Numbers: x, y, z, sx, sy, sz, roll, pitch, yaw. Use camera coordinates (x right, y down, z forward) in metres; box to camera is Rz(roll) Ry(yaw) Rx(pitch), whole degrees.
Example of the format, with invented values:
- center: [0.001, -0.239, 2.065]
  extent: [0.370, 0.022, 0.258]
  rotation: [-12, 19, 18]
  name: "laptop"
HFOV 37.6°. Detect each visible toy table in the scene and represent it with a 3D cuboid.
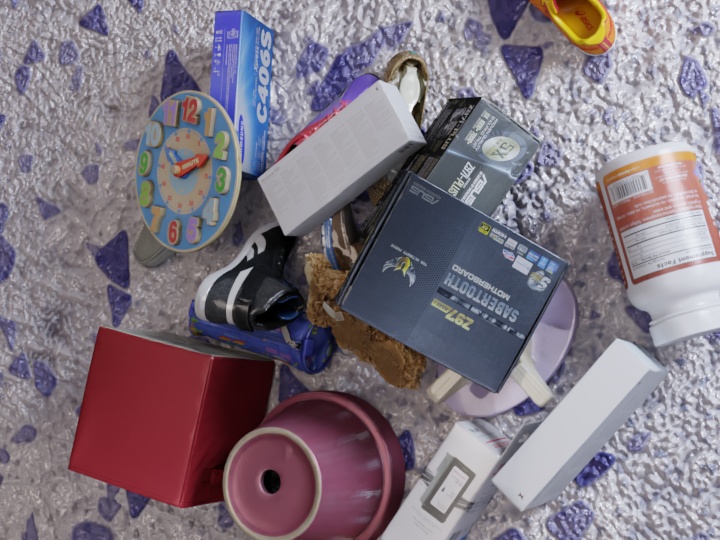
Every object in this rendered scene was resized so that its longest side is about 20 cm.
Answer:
- center: [0.157, 0.084, 1.203]
  extent: [0.183, 0.117, 0.202]
  rotation: [35, 98, 21]
  name: "toy table"

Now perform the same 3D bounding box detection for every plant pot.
- center: [-0.066, 0.245, 1.247]
  extent: [0.197, 0.179, 0.204]
  rotation: [-2, 85, 22]
  name: "plant pot"

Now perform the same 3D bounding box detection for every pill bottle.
- center: [0.331, -0.026, 1.142]
  extent: [0.111, 0.112, 0.203]
  rotation: [-17, 79, 20]
  name: "pill bottle"

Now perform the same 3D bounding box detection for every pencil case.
- center: [-0.126, 0.070, 1.339]
  extent: [0.197, 0.087, 0.079]
  rotation: [16, 95, 24]
  name: "pencil case"

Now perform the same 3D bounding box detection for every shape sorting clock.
- center: [-0.221, -0.124, 1.326]
  extent: [0.198, 0.039, 0.204]
  rotation: [-4, 84, 39]
  name: "shape sorting clock"

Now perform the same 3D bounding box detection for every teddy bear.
- center: [0.006, 0.053, 1.208]
  extent: [0.199, 0.066, 0.147]
  rotation: [23, 134, 45]
  name: "teddy bear"

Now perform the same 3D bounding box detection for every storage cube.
- center: [-0.231, 0.180, 1.327]
  extent: [0.197, 0.171, 0.183]
  rotation: [11, 88, 24]
  name: "storage cube"

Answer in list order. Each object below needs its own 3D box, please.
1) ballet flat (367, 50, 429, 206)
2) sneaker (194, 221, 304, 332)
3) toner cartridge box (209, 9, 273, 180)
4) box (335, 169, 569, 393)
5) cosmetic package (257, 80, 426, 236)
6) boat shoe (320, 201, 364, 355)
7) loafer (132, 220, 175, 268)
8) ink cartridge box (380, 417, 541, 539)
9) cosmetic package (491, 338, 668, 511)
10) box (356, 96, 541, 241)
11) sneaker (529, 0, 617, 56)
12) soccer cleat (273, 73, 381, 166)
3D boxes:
- center: [0.045, -0.172, 1.293]
  extent: [0.069, 0.065, 0.204]
  rotation: [5, 89, -8]
  name: "ballet flat"
- center: [-0.104, 0.015, 1.290]
  extent: [0.110, 0.200, 0.074]
  rotation: [17, 127, 21]
  name: "sneaker"
- center: [-0.156, -0.225, 1.373]
  extent: [0.043, 0.095, 0.204]
  rotation: [2, 86, 22]
  name: "toner cartridge box"
- center: [0.094, 0.012, 1.101]
  extent: [0.198, 0.051, 0.159]
  rotation: [29, 95, -7]
  name: "box"
- center: [-0.024, -0.128, 1.242]
  extent: [0.199, 0.050, 0.083]
  rotation: [-35, 75, 25]
  name: "cosmetic package"
- center: [0.000, 0.000, 1.306]
  extent: [0.071, 0.072, 0.203]
  rotation: [-8, 92, 17]
  name: "boat shoe"
- center: [-0.248, -0.092, 1.412]
  extent: [0.070, 0.070, 0.201]
  rotation: [37, 100, 21]
  name: "loafer"
- center: [0.117, 0.237, 1.205]
  extent: [0.068, 0.116, 0.201]
  rotation: [35, 98, 20]
  name: "ink cartridge box"
- center: [0.241, 0.166, 1.141]
  extent: [0.052, 0.150, 0.201]
  rotation: [43, 101, 20]
  name: "cosmetic package"
- center: [0.095, -0.091, 1.199]
  extent: [0.086, 0.164, 0.201]
  rotation: [34, 91, -11]
  name: "box"
- center: [0.225, -0.335, 1.234]
  extent: [0.073, 0.077, 0.200]
  rotation: [-48, 68, 14]
  name: "sneaker"
- center: [-0.044, -0.167, 1.332]
  extent: [0.200, 0.073, 0.068]
  rotation: [-48, 70, 12]
  name: "soccer cleat"
